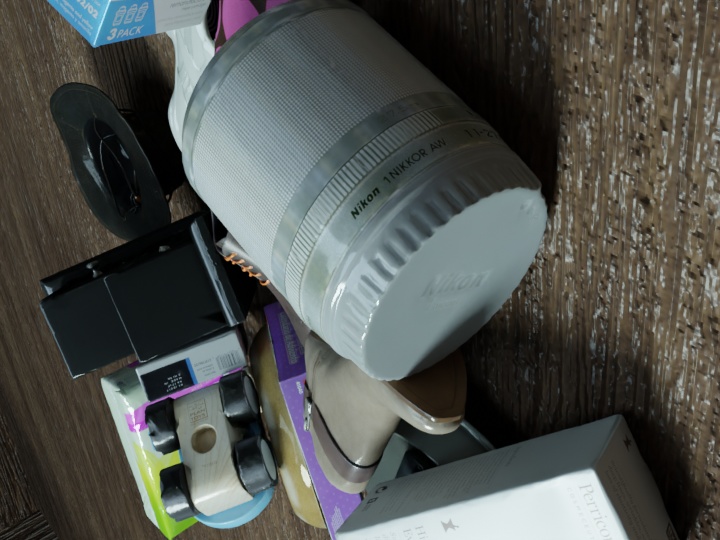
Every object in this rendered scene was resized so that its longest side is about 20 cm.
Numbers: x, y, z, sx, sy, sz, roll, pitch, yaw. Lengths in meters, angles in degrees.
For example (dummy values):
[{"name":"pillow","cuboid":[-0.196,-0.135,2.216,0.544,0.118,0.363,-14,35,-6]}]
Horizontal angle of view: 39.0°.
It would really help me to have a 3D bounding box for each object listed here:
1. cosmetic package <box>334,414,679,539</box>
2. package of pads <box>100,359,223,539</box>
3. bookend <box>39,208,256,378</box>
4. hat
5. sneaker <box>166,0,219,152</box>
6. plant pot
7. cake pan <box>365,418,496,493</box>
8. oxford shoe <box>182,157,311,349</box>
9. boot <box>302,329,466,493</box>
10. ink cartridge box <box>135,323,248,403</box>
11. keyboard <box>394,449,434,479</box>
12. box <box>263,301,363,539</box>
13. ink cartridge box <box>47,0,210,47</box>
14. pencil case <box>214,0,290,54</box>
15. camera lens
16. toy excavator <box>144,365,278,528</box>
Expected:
[{"name":"cosmetic package","cuboid":[0.092,0.175,0.653,0.198,0.074,0.103,-24,96,34]},{"name":"package of pads","cuboid":[-0.191,0.177,1.156,0.068,0.153,0.204,21,130,48]},{"name":"bookend","cuboid":[-0.203,0.025,0.911,0.199,0.197,0.094,-110,-4,-82]},{"name":"hat","cuboid":[-0.237,-0.123,1.063,0.199,0.080,0.203,35,144,30]},{"name":"sneaker","cuboid":[-0.113,-0.152,0.823,0.099,0.074,0.203,28,136,48]},{"name":"plant pot","cuboid":[-0.073,0.152,0.977,0.200,0.027,0.204,162,91,-85]},{"name":"cake pan","cuboid":[0.064,0.179,0.800,0.199,0.037,0.202,37,150,25]},{"name":"oxford shoe","cuboid":[-0.077,-0.014,0.804,0.071,0.072,0.203,-18,98,62]},{"name":"boot","cuboid":[0.009,0.095,0.709,0.201,0.069,0.149,-117,36,-55]},{"name":"ink cartridge box","cuboid":[-0.160,0.078,1.002,0.200,0.098,0.040,-134,23,-82]},{"name":"keyboard","cuboid":[0.049,0.220,0.788,0.104,0.039,0.201,42,153,20]},{"name":"box","cuboid":[-0.036,0.142,0.910,0.137,0.038,0.203,-114,8,-63]},{"name":"ink cartridge box","cuboid":[-0.128,-0.257,0.676,0.068,0.115,0.201,43,128,12]},{"name":"pencil case","cuboid":[-0.062,-0.176,0.700,0.093,0.090,0.202,39,142,22]},{"name":"camera lens","cuboid":[-0.004,-0.055,0.624,0.200,0.158,0.162,47,149,28]},{"name":"toy excavator","cuboid":[-0.125,0.161,0.984,0.201,0.098,0.197,64,-173,-59]}]
